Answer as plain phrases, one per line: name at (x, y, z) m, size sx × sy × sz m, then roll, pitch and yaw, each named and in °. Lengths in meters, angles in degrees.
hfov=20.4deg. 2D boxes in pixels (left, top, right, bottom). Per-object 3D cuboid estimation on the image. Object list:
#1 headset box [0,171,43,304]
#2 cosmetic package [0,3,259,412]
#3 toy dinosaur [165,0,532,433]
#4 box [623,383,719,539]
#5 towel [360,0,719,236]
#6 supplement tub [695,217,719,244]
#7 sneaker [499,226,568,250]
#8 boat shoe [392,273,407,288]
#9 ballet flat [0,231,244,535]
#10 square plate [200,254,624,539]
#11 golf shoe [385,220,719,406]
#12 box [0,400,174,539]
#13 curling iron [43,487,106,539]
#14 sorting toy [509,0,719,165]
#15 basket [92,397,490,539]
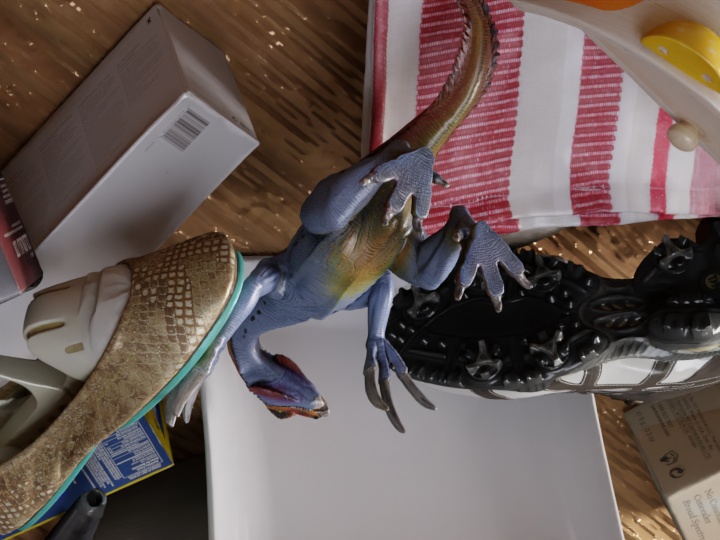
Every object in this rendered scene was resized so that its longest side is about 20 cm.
headset box at (-0.233, -0.039, 0.841) m, size 0.148 × 0.075 × 0.201 m, roll -21°, pitch 96°, yaw 1°
cosmetic package at (-0.135, -0.022, 0.926) m, size 0.200 × 0.083 × 0.051 m, roll -44°, pitch 128°, yaw 17°
toy dinosaur at (0.000, 0.000, 0.887) m, size 0.105 × 0.181 × 0.201 m, roll 32°, pitch 69°, yaw -20°
box at (0.258, 0.087, 1.102) m, size 0.199 × 0.078 × 0.095 m, roll -27°, pitch 125°, yaw 5°
towel at (0.099, -0.085, 0.903) m, size 0.199 × 0.023 × 0.145 m, roll -5°, pitch 116°, yaw -14°
supplement tub at (0.255, -0.065, 0.975) m, size 0.107 × 0.107 × 0.200 m, roll 15°, pitch 122°, yaw -23°
sneaker at (0.121, -0.089, 0.967) m, size 0.200 × 0.070 × 0.076 m, roll -34°, pitch 108°, yaw 3°
boat shoe at (0.034, -0.086, 0.932) m, size 0.068 × 0.072 × 0.200 m, roll 17°, pitch 115°, yaw -26°
ballet flat at (-0.129, 0.047, 0.870) m, size 0.065 × 0.071 × 0.200 m, roll 27°, pitch 123°, yaw -26°
square plate at (0.020, 0.081, 0.969) m, size 0.197 × 0.201 × 0.028 m, roll 0°, pitch 146°, yaw -11°
golf shoe at (0.109, 0.037, 0.957) m, size 0.199 × 0.078 × 0.095 m, roll -6°, pitch 147°, yaw 11°
box at (-0.198, 0.096, 0.997) m, size 0.199 × 0.070 × 0.064 m, roll -24°, pitch 124°, yaw 2°
curling iron at (-0.157, 0.153, 1.015) m, size 0.026 × 0.050 × 0.200 m, roll 34°, pitch 143°, yaw -5°
sorting toy at (0.201, -0.118, 0.853) m, size 0.200 × 0.107 × 0.180 m, roll 41°, pitch 80°, yaw -18°
basket at (-0.035, 0.156, 1.044) m, size 0.199 × 0.136 × 0.181 m, roll -8°, pitch 109°, yaw -4°
